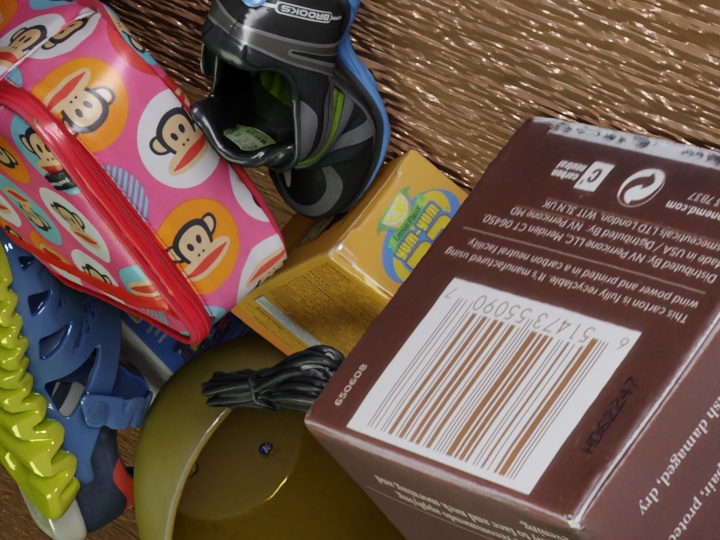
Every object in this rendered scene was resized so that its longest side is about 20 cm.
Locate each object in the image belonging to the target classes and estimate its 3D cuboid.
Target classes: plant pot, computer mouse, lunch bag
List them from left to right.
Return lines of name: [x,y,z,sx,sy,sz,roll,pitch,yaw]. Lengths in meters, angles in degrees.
lunch bag: [-0.120,-0.045,1.314,0.176,0.082,0.200,53,164,-28]
plant pot: [-0.045,0.113,1.570,0.200,0.200,0.142,48,171,-32]
computer mouse: [0.035,0.060,1.358,0.199,0.046,0.140,13,171,-21]

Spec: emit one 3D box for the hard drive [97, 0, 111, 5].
hard drive: [-0.163,-0.173,1.294,0.140,0.038,0.200,40,164,-6]

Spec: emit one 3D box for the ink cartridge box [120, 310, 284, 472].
ink cartridge box: [-0.110,0.040,1.680,0.136,0.076,0.200,15,150,52]

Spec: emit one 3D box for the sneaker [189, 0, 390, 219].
sneaker: [-0.037,-0.074,1.213,0.071,0.083,0.200,32,163,17]

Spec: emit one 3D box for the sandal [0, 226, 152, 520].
sandal: [-0.164,0.036,1.511,0.079,0.087,0.201,41,154,39]

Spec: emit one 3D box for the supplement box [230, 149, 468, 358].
supplement box: [0.000,0.000,1.366,0.069,0.067,0.200,39,164,-6]

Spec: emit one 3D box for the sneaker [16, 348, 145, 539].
sneaker: [-0.172,0.050,1.607,0.075,0.084,0.201,25,137,64]

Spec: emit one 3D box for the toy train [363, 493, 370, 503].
toy train: [0.001,0.144,1.745,0.116,0.085,0.200,43,169,34]

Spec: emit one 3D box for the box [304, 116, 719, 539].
box: [0.121,0.072,1.132,0.166,0.165,0.200,16,154,49]
